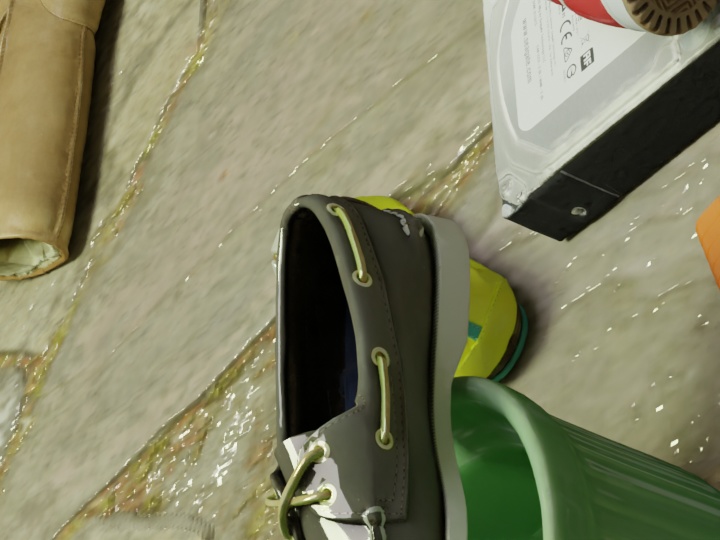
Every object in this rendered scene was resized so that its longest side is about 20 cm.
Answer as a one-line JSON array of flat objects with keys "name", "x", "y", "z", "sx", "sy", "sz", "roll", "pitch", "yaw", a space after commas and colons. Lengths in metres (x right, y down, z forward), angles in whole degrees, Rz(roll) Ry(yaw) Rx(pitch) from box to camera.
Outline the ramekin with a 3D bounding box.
[{"name": "ramekin", "x": 0.054, "y": 0.145, "z": 0.936, "sx": 0.200, "sy": 0.097, "sz": 0.201, "roll": -46, "pitch": 34, "yaw": 46}]

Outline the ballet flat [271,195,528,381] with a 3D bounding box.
[{"name": "ballet flat", "x": 0.000, "y": 0.000, "z": 1.169, "sx": 0.200, "sy": 0.067, "sz": 0.067, "roll": 26, "pitch": 95, "yaw": 61}]

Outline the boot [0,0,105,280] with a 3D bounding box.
[{"name": "boot", "x": -0.212, "y": -0.091, "z": 1.586, "sx": 0.175, "sy": 0.066, "sz": 0.201, "roll": -21, "pitch": 56, "yaw": 54}]

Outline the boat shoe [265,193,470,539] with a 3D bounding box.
[{"name": "boat shoe", "x": -0.002, "y": 0.065, "z": 0.913, "sx": 0.072, "sy": 0.060, "sz": 0.202, "roll": -44, "pitch": 36, "yaw": 49}]

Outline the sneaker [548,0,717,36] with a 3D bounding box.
[{"name": "sneaker", "x": 0.108, "y": -0.191, "z": 1.034, "sx": 0.112, "sy": 0.071, "sz": 0.201, "roll": 17, "pitch": 88, "yaw": 57}]

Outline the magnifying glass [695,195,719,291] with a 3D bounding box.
[{"name": "magnifying glass", "x": 0.151, "y": 0.048, "z": 0.932, "sx": 0.080, "sy": 0.022, "sz": 0.200, "roll": -51, "pitch": 33, "yaw": 31}]

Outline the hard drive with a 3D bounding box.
[{"name": "hard drive", "x": 0.122, "y": -0.120, "z": 1.073, "sx": 0.200, "sy": 0.038, "sz": 0.140, "roll": -39, "pitch": 41, "yaw": 41}]
